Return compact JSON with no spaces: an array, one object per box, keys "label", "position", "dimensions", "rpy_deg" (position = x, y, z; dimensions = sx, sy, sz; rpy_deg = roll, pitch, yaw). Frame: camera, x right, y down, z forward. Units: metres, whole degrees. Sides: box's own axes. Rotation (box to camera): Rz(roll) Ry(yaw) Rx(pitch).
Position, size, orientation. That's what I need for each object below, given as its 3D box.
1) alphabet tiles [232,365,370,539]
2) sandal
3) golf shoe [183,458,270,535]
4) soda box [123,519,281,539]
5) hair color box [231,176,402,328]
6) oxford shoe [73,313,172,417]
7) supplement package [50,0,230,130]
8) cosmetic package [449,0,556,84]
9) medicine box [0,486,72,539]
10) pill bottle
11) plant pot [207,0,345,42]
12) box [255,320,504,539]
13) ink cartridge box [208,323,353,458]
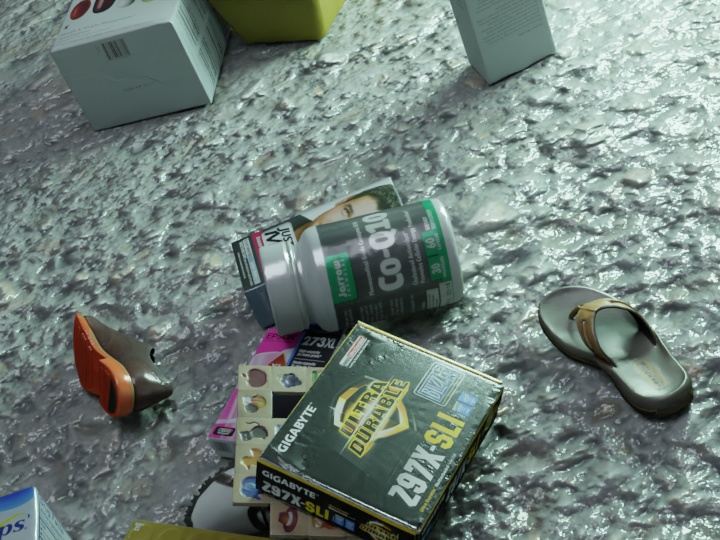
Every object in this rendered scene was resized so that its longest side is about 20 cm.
[{"label":"alphabet tiles","position":[-0.033,0.164,1.248],"dimensions":[0.166,0.008,0.201],"rpy_deg":[2,43,-5]},{"label":"sandal","position":[0.240,0.065,1.293],"dimensions":[0.081,0.055,0.200],"rpy_deg":[-29,39,-8]},{"label":"golf shoe","position":[-0.069,0.214,1.259],"dimensions":[0.199,0.078,0.095],"rpy_deg":[-26,39,-1]},{"label":"soda box","position":[-0.127,0.280,1.221],"dimensions":[0.198,0.064,0.068],"rpy_deg":[1,45,28]},{"label":"hair color box","position":[-0.038,-0.021,1.526],"dimensions":[0.199,0.061,0.099],"rpy_deg":[-22,38,0]},{"label":"oxford shoe","position":[-0.270,0.103,1.510],"dimensions":[0.072,0.072,0.200],"rpy_deg":[-7,28,-28]},{"label":"supplement package","position":[-0.309,-0.334,1.949],"dimensions":[0.190,0.148,0.201],"rpy_deg":[-11,41,15]},{"label":"cosmetic package","position":[0.165,-0.346,1.685],"dimensions":[0.101,0.201,0.071],"rpy_deg":[-26,38,-5]},{"label":"medicine box","position":[-0.282,0.324,1.152],"dimensions":[0.102,0.183,0.201],"rpy_deg":[-20,39,3]},{"label":"pill bottle","position":[0.000,0.000,1.418],"dimensions":[0.198,0.114,0.113],"rpy_deg":[-14,39,-3]},{"label":"plant pot","position":[-0.114,-0.440,1.947],"dimensions":[0.198,0.177,0.201],"rpy_deg":[2,45,24]},{"label":"box","position":[0.021,0.149,1.231],"dimensions":[0.159,0.050,0.200],"rpy_deg":[24,45,15]},{"label":"ink cartridge box","position":[-0.073,0.113,1.412],"dimensions":[0.094,0.037,0.201],"rpy_deg":[3,43,28]}]
